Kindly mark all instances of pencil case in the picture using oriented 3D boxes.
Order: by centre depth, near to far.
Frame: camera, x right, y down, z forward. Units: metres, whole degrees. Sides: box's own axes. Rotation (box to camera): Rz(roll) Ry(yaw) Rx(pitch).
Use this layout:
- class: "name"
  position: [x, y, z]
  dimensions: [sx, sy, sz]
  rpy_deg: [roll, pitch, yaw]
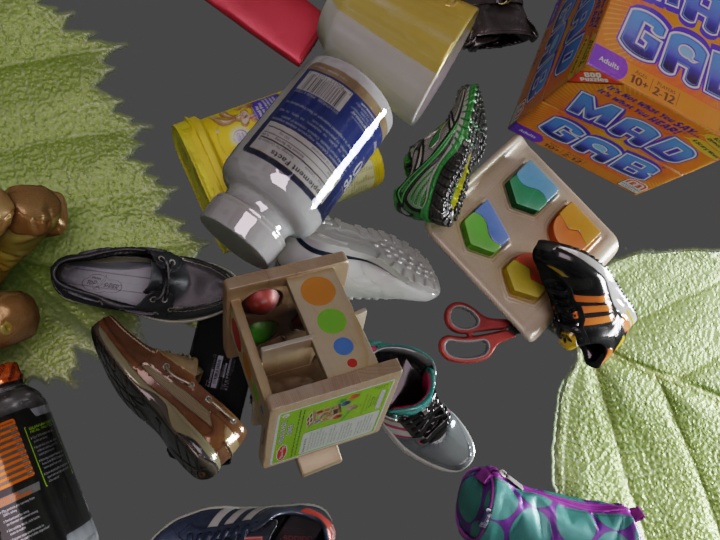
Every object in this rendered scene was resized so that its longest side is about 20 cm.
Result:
- class: "pencil case"
  position: [0.213, 0.285, 0.821]
  dimensions: [0.199, 0.085, 0.093]
  rpy_deg: [17, 105, -11]

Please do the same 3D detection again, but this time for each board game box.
- class: "board game box"
  position: [0.333, -0.243, 0.868]
  dimensions: [0.199, 0.200, 0.201]
  rpy_deg: [25, 77, -8]

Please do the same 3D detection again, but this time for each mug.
- class: "mug"
  position: [0.043, -0.287, 0.836]
  dimensions: [0.153, 0.149, 0.187]
  rpy_deg: [31, 101, 2]

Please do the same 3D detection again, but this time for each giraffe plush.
- class: "giraffe plush"
  position: [-0.371, 0.014, 0.683]
  dimensions: [0.199, 0.172, 0.163]
  rpy_deg: [-9, 91, 21]

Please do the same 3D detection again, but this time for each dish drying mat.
- class: "dish drying mat"
  position: [-0.136, -0.331, 0.867]
  dimensions: [0.199, 0.018, 0.077]
  rpy_deg: [35, 77, -7]

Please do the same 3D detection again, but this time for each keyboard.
- class: "keyboard"
  position: [-0.140, 0.116, 0.799]
  dimensions: [0.103, 0.040, 0.201]
  rpy_deg: [10, 80, 12]

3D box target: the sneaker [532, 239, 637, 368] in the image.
- class: "sneaker"
  position: [0.253, 0.045, 0.842]
  dimensions: [0.200, 0.070, 0.090]
  rpy_deg: [39, 77, -37]

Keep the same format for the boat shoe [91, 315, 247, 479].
- class: "boat shoe"
  position: [-0.199, 0.124, 0.754]
  dimensions: [0.200, 0.076, 0.074]
  rpy_deg: [46, 57, 10]

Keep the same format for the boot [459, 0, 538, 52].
- class: "boot"
  position: [0.124, -0.360, 0.905]
  dimensions: [0.199, 0.069, 0.175]
  rpy_deg: [-5, 82, -16]

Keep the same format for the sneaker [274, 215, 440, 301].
- class: "sneaker"
  position: [0.000, 0.000, 0.828]
  dimensions: [0.199, 0.077, 0.081]
  rpy_deg: [20, 119, -23]

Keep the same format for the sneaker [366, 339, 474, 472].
- class: "sneaker"
  position: [0.063, 0.148, 0.788]
  dimensions: [0.200, 0.121, 0.084]
  rpy_deg: [42, 75, -4]

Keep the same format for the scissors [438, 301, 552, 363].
- class: "scissors"
  position: [0.189, 0.077, 0.885]
  dimensions: [0.199, 0.014, 0.074]
  rpy_deg: [2, 79, -14]

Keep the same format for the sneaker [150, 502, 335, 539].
- class: "sneaker"
  position: [-0.121, 0.281, 0.744]
  dimensions: [0.199, 0.085, 0.075]
  rpy_deg: [-8, 84, -14]

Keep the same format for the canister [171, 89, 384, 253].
- class: "canister"
  position: [-0.089, -0.125, 0.813]
  dimensions: [0.199, 0.087, 0.149]
  rpy_deg: [-24, 88, -17]

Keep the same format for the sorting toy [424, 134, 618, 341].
- class: "sorting toy"
  position: [0.204, -0.044, 0.887]
  dimensions: [0.185, 0.036, 0.200]
  rpy_deg: [-42, 91, -18]

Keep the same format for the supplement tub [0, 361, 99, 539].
- class: "supplement tub"
  position: [-0.340, 0.197, 0.687]
  dimensions: [0.122, 0.123, 0.201]
  rpy_deg: [-21, 86, -15]

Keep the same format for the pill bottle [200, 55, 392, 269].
- class: "pill bottle"
  position: [-0.064, -0.104, 0.714]
  dimensions: [0.111, 0.111, 0.200]
  rpy_deg: [37, 74, -5]

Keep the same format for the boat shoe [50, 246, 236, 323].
- class: "boat shoe"
  position: [-0.227, 0.011, 0.764]
  dimensions: [0.198, 0.066, 0.075]
  rpy_deg: [11, 78, -6]

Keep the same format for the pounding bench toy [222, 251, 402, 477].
- class: "pounding bench toy"
  position: [-0.062, 0.101, 0.728]
  dimensions: [0.124, 0.200, 0.156]
  rpy_deg: [-14, 56, -20]

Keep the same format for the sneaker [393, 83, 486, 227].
- class: "sneaker"
  position: [0.096, -0.147, 0.863]
  dimensions: [0.085, 0.078, 0.201]
  rpy_deg: [12, 61, 25]
